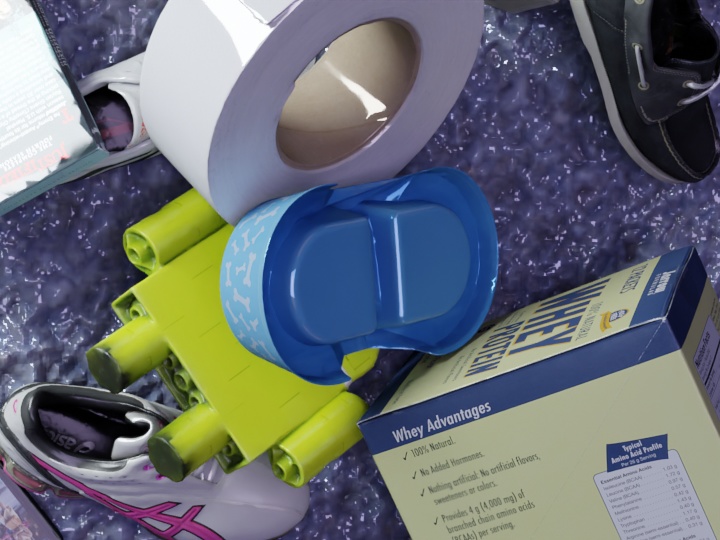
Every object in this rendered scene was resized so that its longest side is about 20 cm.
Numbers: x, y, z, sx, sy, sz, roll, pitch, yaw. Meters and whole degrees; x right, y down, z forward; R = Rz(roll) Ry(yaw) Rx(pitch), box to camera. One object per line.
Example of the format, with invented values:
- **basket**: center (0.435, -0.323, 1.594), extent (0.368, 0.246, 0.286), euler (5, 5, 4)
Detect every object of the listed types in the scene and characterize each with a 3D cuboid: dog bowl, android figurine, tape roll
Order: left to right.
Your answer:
- **android figurine**: center (-0.063, 0.035, 0.996), extent (0.200, 0.041, 0.182), euler (-34, 91, -37)
- **tape roll**: center (-0.026, -0.119, 0.952), extent (0.202, 0.203, 0.071), euler (-41, 62, -6)
- **dog bowl**: center (0.000, 0.000, 0.973), extent (0.199, 0.049, 0.112), euler (-12, 101, -45)

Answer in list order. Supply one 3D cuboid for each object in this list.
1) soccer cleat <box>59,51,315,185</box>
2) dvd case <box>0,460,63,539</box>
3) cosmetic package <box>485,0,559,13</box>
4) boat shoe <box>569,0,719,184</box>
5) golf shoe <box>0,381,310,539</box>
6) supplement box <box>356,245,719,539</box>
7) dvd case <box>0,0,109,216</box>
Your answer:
- **soccer cleat**: center (-0.116, -0.100, 0.993), extent (0.199, 0.085, 0.069), euler (-20, 98, -9)
- **dvd case**: center (-0.295, 0.131, 1.010), extent (0.142, 0.018, 0.200), euler (-37, 99, -7)
- **cosmetic package**: center (0.107, -0.265, 1.016), extent (0.073, 0.104, 0.201), euler (20, 92, -12)
- **boat shoe**: center (0.188, -0.122, 1.022), extent (0.072, 0.067, 0.200), euler (-57, 138, -25)
- **golf shoe**: center (-0.121, 0.118, 1.001), extent (0.199, 0.092, 0.073), euler (16, 69, -14)
- **supplement box**: center (0.140, 0.124, 0.996), extent (0.199, 0.134, 0.201), euler (-21, 100, 23)
- **dvd case**: center (-0.245, -0.119, 0.949), extent (0.146, 0.022, 0.201), euler (-28, 77, 7)
